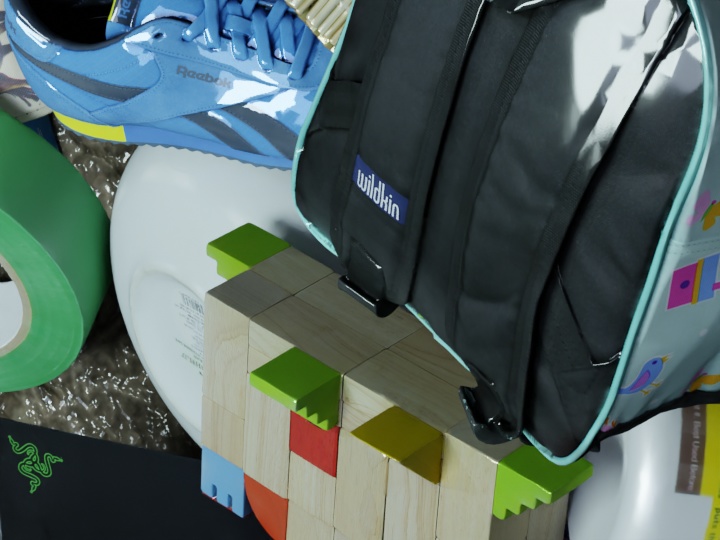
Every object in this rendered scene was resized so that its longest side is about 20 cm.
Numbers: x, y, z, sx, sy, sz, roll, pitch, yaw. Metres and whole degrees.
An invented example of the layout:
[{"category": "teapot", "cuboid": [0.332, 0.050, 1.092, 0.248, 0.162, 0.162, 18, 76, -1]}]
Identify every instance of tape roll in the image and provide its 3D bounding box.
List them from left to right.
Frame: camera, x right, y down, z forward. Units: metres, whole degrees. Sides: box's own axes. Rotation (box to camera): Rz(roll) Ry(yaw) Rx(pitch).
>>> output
[{"category": "tape roll", "cuboid": [-0.215, -0.019, 1.171, 0.200, 0.048, 0.201, 14, 146, 10]}]

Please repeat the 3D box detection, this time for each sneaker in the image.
[{"category": "sneaker", "cuboid": [-0.057, -0.091, 1.033, 0.200, 0.066, 0.078, 6, 149, 22]}]

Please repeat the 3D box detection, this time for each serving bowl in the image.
[{"category": "serving bowl", "cuboid": [-0.052, 0.023, 1.109, 0.200, 0.066, 0.200, 35, 140, 36]}]

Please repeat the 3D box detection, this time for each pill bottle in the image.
[{"category": "pill bottle", "cuboid": [0.186, 0.081, 0.948, 0.200, 0.109, 0.109, 7, 117, -9]}]

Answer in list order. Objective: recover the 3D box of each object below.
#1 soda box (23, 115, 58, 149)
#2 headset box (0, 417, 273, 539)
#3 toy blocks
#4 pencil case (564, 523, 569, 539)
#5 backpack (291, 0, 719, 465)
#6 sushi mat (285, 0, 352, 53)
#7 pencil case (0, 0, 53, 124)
[{"category": "soda box", "cuboid": [-0.213, -0.135, 1.198, 0.068, 0.064, 0.200, -7, 104, 35]}, {"category": "headset box", "cuboid": [-0.111, 0.173, 1.125, 0.093, 0.200, 0.174, -40, 47, 39]}, {"category": "toy blocks", "cuboid": [0.006, 0.086, 0.992, 0.200, 0.100, 0.137, 29, 131, 32]}, {"category": "pencil case", "cuboid": [0.039, 0.197, 1.151, 0.200, 0.083, 0.087, -50, 36, 36]}, {"category": "backpack", "cuboid": [0.081, -0.063, 0.807, 0.176, 0.153, 0.200, 48, 147, 34]}, {"category": "sushi mat", "cuboid": [0.062, -0.152, 0.978, 0.096, 0.012, 0.200, 41, 99, -9]}, {"category": "pencil case", "cuboid": [-0.175, -0.169, 1.131, 0.078, 0.089, 0.200, -5, 112, 38]}]
